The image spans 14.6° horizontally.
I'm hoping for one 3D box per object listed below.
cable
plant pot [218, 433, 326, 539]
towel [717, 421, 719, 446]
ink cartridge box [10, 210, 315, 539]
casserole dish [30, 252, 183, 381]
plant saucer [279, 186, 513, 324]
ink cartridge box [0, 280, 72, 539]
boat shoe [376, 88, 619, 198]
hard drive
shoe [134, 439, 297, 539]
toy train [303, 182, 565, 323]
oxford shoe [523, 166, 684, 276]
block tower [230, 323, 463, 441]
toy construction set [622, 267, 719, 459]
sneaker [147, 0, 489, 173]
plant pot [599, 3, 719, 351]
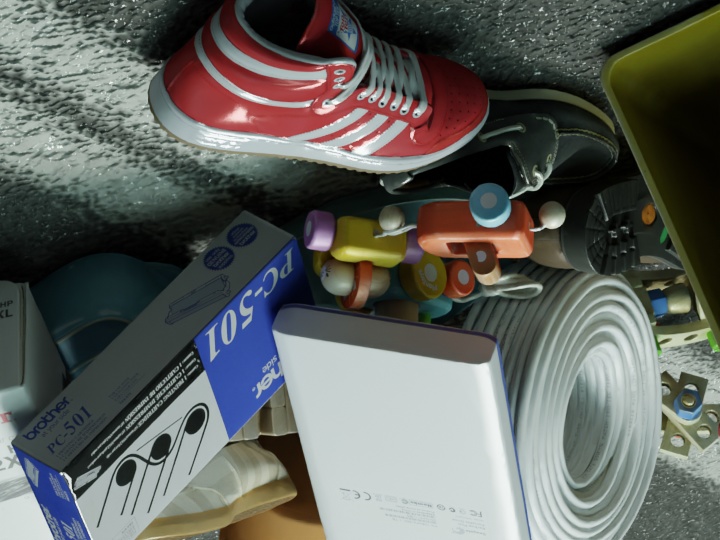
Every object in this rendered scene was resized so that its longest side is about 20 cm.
[{"bbox_3d":[0.122,0.092,1.777,0.069,0.201,0.200,7,-163,30],"label":"cable"},{"bbox_3d":[-0.006,0.155,1.878,0.199,0.200,0.140,-18,138,-5],"label":"plant pot"},{"bbox_3d":[0.268,0.024,1.874,0.023,0.144,0.200,15,157,12],"label":"towel"},{"bbox_3d":[-0.106,0.067,1.605,0.200,0.044,0.094,-46,143,-26],"label":"ink cartridge box"},{"bbox_3d":[-0.173,0.063,1.686,0.200,0.039,0.121,-33,133,25],"label":"casserole dish"},{"bbox_3d":[0.000,0.000,1.740,0.199,0.027,0.200,-17,154,-8],"label":"plant saucer"},{"bbox_3d":[-0.234,0.112,1.639,0.145,0.084,0.200,-12,137,6],"label":"ink cartridge box"},{"bbox_3d":[0.077,-0.066,1.621,0.200,0.068,0.072,5,143,-45],"label":"boat shoe"},{"bbox_3d":[0.028,0.103,1.660,0.131,0.025,0.200,9,139,19],"label":"hard drive"},{"bbox_3d":[-0.102,0.134,1.708,0.070,0.054,0.200,-21,176,22],"label":"shoe"},{"bbox_3d":[0.045,0.006,1.626,0.150,0.056,0.200,1,163,7],"label":"toy train"},{"bbox_3d":[0.161,-0.037,1.754,0.084,0.073,0.200,4,-176,37],"label":"oxford shoe"},{"bbox_3d":[-0.014,0.069,1.753,0.199,0.054,0.058,-7,-177,-28],"label":"block tower"},{"bbox_3d":[0.202,0.051,1.928,0.131,0.092,0.200,-16,144,-9],"label":"toy construction set"},{"bbox_3d":[0.000,-0.109,1.472,0.199,0.071,0.112,-1,152,-31],"label":"sneaker"},{"bbox_3d":[0.282,-0.059,1.658,0.199,0.201,0.176,-25,166,11],"label":"plant pot"}]
